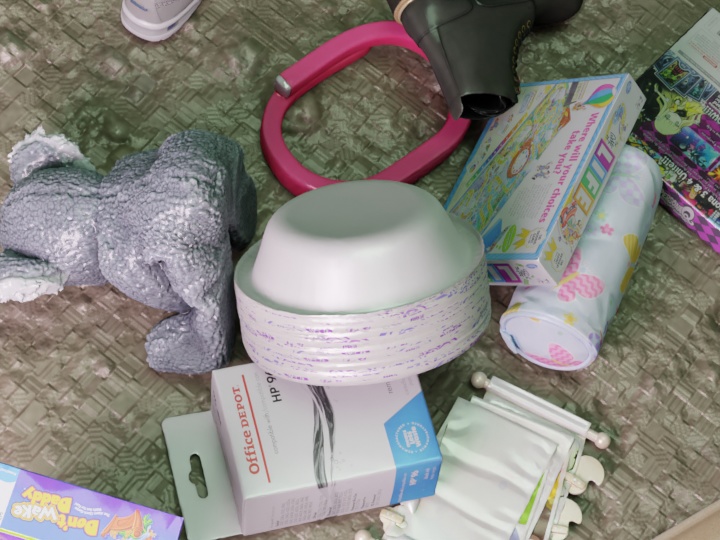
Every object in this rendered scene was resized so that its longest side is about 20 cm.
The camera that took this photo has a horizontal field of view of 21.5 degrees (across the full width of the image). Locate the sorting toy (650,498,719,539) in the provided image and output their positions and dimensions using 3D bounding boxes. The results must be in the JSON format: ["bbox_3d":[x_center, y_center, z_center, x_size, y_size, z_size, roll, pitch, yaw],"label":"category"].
[{"bbox_3d":[0.288,0.294,1.489,0.184,0.037,0.201,-26,76,-20],"label":"sorting toy"}]

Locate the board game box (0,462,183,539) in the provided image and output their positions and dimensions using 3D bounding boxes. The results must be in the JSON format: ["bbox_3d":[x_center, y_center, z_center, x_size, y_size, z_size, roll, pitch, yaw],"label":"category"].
[{"bbox_3d":[-0.201,0.207,1.347,0.133,0.200,0.045,17,63,-1],"label":"board game box"}]

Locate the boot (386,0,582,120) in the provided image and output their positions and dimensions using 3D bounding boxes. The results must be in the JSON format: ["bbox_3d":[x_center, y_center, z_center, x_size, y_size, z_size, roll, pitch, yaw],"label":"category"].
[{"bbox_3d":[0.130,-0.192,1.656,0.199,0.078,0.139,-10,63,-29],"label":"boot"}]

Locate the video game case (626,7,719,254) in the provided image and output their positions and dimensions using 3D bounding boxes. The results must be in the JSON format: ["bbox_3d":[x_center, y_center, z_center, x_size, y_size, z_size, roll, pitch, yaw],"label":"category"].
[{"bbox_3d":[0.331,-0.114,1.690,0.200,0.036,0.181,42,65,11],"label":"video game case"}]

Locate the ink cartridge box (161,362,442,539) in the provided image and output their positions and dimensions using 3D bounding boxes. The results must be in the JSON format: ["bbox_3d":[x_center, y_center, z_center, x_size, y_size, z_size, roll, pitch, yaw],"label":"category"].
[{"bbox_3d":[-0.048,0.131,1.477,0.198,0.068,0.117,-11,60,-12],"label":"ink cartridge box"}]

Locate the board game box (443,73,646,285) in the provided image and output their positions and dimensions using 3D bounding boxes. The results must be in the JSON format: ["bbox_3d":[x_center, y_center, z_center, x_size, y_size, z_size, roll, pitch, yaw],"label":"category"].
[{"bbox_3d":[0.143,-0.076,1.591,0.034,0.134,0.201,48,57,-34],"label":"board game box"}]

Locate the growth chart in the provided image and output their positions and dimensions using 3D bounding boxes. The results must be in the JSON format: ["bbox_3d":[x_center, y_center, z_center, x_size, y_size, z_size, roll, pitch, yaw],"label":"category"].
[{"bbox_3d":[0.106,0.177,1.519,0.144,0.018,0.200,33,63,6],"label":"growth chart"}]

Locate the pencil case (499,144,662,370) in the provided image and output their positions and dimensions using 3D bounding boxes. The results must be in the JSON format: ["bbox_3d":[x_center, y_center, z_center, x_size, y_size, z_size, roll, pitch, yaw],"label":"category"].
[{"bbox_3d":[0.185,-0.016,1.591,0.090,0.083,0.201,15,61,17],"label":"pencil case"}]

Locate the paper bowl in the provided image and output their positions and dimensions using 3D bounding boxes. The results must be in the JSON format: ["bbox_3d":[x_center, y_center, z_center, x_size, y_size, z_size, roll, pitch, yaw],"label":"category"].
[{"bbox_3d":[0.000,0.000,1.479,0.199,0.105,0.201,-5,25,2],"label":"paper bowl"}]

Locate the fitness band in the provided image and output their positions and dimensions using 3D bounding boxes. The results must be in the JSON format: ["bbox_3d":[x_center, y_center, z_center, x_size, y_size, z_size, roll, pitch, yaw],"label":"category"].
[{"bbox_3d":[0.007,-0.135,1.643,0.199,0.037,0.144,-35,75,-22],"label":"fitness band"}]

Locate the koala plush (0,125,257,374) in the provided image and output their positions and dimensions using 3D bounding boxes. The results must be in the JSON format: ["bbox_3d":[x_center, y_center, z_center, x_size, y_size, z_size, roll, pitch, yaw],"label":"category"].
[{"bbox_3d":[-0.195,-0.035,1.495,0.198,0.184,0.179,6,62,6],"label":"koala plush"}]

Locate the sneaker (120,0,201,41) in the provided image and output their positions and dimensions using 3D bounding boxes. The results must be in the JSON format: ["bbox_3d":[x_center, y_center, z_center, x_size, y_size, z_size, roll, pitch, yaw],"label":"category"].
[{"bbox_3d":[-0.137,-0.291,1.667,0.074,0.082,0.201,27,63,4],"label":"sneaker"}]
